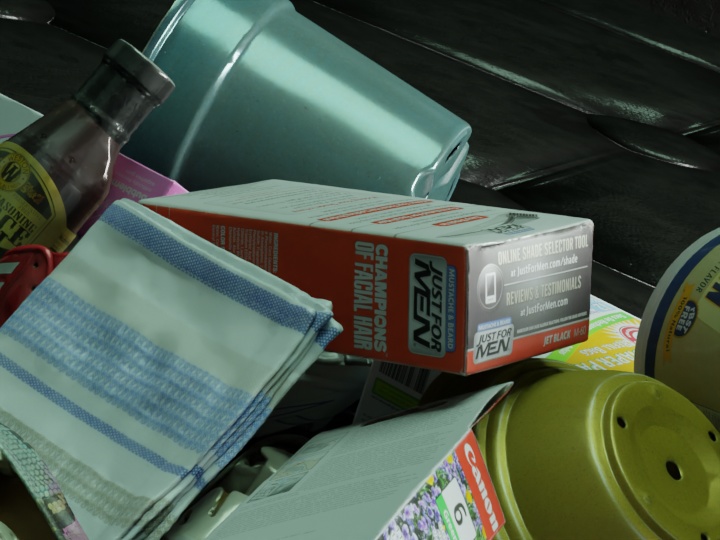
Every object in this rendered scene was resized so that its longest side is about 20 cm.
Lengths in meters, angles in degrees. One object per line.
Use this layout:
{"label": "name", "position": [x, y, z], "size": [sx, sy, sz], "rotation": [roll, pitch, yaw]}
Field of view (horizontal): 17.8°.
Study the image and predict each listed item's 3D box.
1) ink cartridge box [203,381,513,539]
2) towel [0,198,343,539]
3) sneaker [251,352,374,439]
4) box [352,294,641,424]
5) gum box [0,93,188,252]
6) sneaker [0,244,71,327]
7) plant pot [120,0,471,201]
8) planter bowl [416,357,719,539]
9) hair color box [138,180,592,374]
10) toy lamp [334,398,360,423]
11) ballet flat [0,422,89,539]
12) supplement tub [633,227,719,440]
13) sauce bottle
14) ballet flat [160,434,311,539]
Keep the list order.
{"label": "ink cartridge box", "position": [-0.001, 0.113, 0.997], "size": [0.109, 0.051, 0.200], "rotation": [-16, 10, 25]}
{"label": "towel", "position": [-0.121, 0.061, 1.052], "size": [0.147, 0.200, 0.024], "rotation": [28, -24, 31]}
{"label": "sneaker", "position": [-0.069, 0.057, 1.239], "size": [0.199, 0.087, 0.075], "rotation": [8, 39, -38]}
{"label": "box", "position": [0.097, 0.082, 1.291], "size": [0.112, 0.102, 0.200], "rotation": [27, 20, 29]}
{"label": "gum box", "position": [-0.195, -0.030, 1.304], "size": [0.200, 0.114, 0.066], "rotation": [27, -6, 26]}
{"label": "sneaker", "position": [-0.152, 0.053, 1.113], "size": [0.078, 0.116, 0.200], "rotation": [6, 20, -33]}
{"label": "plant pot", "position": [-0.045, -0.074, 1.518], "size": [0.196, 0.201, 0.200], "rotation": [29, 19, 7]}
{"label": "planter bowl", "position": [0.124, 0.111, 1.094], "size": [0.200, 0.083, 0.201], "rotation": [27, 44, -29]}
{"label": "hair color box", "position": [0.000, 0.000, 1.128], "size": [0.199, 0.064, 0.111], "rotation": [7, 11, 37]}
{"label": "toy lamp", "position": [-0.038, 0.038, 1.372], "size": [0.200, 0.058, 0.058], "rotation": [32, 22, 36]}
{"label": "ballet flat", "position": [-0.155, 0.111, 0.967], "size": [0.200, 0.069, 0.071], "rotation": [44, -3, 35]}
{"label": "supplement tub", "position": [0.243, 0.057, 1.135], "size": [0.144, 0.145, 0.200], "rotation": [8, 6, -27]}
{"label": "sauce bottle", "position": [-0.178, -0.036, 1.226], "size": [0.066, 0.200, 0.066], "rotation": [38, -4, 3]}
{"label": "ballet flat", "position": [-0.061, 0.121, 1.073], "size": [0.067, 0.064, 0.200], "rotation": [31, 19, 6]}
